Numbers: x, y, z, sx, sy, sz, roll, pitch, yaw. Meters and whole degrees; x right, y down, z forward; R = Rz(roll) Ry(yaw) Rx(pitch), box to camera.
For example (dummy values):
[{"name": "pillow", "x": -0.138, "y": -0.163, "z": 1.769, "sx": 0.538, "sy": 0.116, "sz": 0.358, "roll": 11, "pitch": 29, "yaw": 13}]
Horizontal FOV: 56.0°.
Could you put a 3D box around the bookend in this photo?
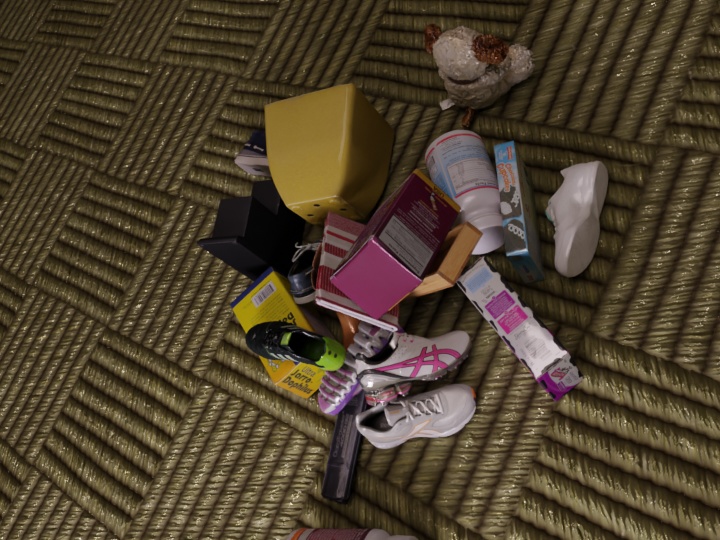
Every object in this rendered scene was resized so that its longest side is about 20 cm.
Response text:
[{"name": "bookend", "x": -0.198, "y": -0.101, "z": 1.303, "sx": 0.091, "sy": 0.200, "sz": 0.201, "roll": -3, "pitch": 67, "yaw": 27}]

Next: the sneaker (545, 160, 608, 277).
[{"name": "sneaker", "x": 0.333, "y": -0.080, "z": 1.087, "sx": 0.088, "sy": 0.075, "sz": 0.201, "roll": 2, "pitch": 63, "yaw": 43}]

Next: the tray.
[{"name": "tray", "x": 0.118, "y": -0.009, "z": 1.101, "sx": 0.099, "sy": 0.037, "sz": 0.200, "roll": -58, "pitch": 10, "yaw": -18}]

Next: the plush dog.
[{"name": "plush dog", "x": 0.191, "y": -0.370, "z": 1.224, "sx": 0.199, "sy": 0.172, "sz": 0.161, "roll": 20, "pitch": 79, "yaw": 33}]

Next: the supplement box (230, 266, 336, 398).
[{"name": "supplement box", "x": -0.130, "y": 0.111, "z": 1.223, "sx": 0.109, "sy": 0.109, "sz": 0.200, "roll": -42, "pitch": 55, "yaw": 6}]

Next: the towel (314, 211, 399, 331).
[{"name": "towel", "x": 0.000, "y": 0.000, "z": 1.110, "sx": 0.201, "sy": 0.143, "sz": 0.023, "roll": -85, "pitch": 23, "yaw": -43}]

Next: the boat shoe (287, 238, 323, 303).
[{"name": "boat shoe", "x": -0.089, "y": -0.014, "z": 1.231, "sx": 0.074, "sy": 0.062, "sz": 0.200, "roll": -10, "pitch": 26, "yaw": 21}]

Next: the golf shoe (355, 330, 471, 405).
[{"name": "golf shoe", "x": 0.086, "y": 0.132, "z": 1.065, "sx": 0.199, "sy": 0.093, "sz": 0.073, "roll": -24, "pitch": 8, "yaw": -20}]

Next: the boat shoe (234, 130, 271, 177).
[{"name": "boat shoe", "x": -0.184, "y": -0.249, "z": 1.432, "sx": 0.199, "sy": 0.075, "sz": 0.093, "roll": 18, "pitch": 78, "yaw": 40}]

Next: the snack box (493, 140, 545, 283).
[{"name": "snack box", "x": 0.257, "y": -0.094, "z": 1.097, "sx": 0.037, "sy": 0.116, "sz": 0.202, "roll": -12, "pitch": 62, "yaw": 24}]

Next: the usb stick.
[{"name": "usb stick", "x": -0.023, "y": 0.284, "z": 1.133, "sx": 0.055, "sy": 0.033, "sz": 0.202, "roll": -2, "pitch": 67, "yaw": 36}]

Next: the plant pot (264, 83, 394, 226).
[{"name": "plant pot", "x": -0.061, "y": -0.199, "z": 1.284, "sx": 0.194, "sy": 0.194, "sz": 0.202, "roll": -6, "pitch": 70, "yaw": 27}]

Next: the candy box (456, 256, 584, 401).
[{"name": "candy box", "x": 0.238, "y": 0.087, "z": 1.013, "sx": 0.061, "sy": 0.136, "sz": 0.200, "roll": -40, "pitch": 56, "yaw": 5}]

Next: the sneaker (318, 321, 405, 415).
[{"name": "sneaker", "x": 0.011, "y": 0.159, "z": 1.118, "sx": 0.201, "sy": 0.088, "sz": 0.080, "roll": -54, "pitch": 32, "yaw": -4}]

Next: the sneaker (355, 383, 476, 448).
[{"name": "sneaker", "x": 0.084, "y": 0.227, "z": 1.062, "sx": 0.199, "sy": 0.092, "sz": 0.076, "roll": -25, "pitch": 59, "yaw": 17}]

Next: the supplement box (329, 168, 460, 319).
[{"name": "supplement box", "x": 0.058, "y": -0.044, "z": 1.061, "sx": 0.131, "sy": 0.103, "sz": 0.200, "roll": -42, "pitch": 10, "yaw": 45}]

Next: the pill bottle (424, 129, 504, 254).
[{"name": "pill bottle", "x": 0.186, "y": -0.133, "z": 1.159, "sx": 0.108, "sy": 0.109, "sz": 0.201, "roll": -24, "pitch": 59, "yaw": 17}]

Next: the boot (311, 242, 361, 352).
[{"name": "boot", "x": -0.031, "y": 0.061, "z": 1.163, "sx": 0.073, "sy": 0.155, "sz": 0.202, "roll": -17, "pitch": 61, "yaw": 21}]

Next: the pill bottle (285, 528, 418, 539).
[{"name": "pill bottle", "x": -0.012, "y": 0.444, "z": 1.004, "sx": 0.198, "sy": 0.114, "sz": 0.115, "roll": -10, "pitch": 64, "yaw": 26}]

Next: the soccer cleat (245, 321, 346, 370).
[{"name": "soccer cleat", "x": -0.115, "y": 0.115, "z": 1.097, "sx": 0.199, "sy": 0.081, "sz": 0.068, "roll": 9, "pitch": 73, "yaw": 31}]
